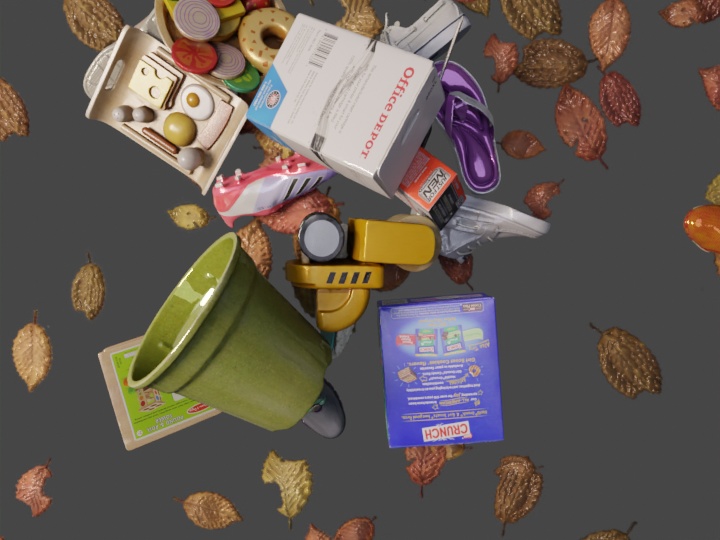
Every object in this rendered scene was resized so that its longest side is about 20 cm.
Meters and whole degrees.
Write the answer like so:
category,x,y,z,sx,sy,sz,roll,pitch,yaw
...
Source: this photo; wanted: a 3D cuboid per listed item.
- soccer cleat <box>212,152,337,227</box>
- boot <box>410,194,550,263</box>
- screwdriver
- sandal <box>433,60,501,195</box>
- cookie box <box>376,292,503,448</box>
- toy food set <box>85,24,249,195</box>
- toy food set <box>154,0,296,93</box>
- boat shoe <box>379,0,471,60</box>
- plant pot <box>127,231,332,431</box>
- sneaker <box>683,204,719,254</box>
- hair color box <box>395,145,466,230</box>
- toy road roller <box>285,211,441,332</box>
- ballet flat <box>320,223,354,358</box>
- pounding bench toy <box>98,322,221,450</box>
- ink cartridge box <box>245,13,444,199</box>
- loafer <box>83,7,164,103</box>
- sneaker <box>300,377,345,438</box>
category,x,y,z,sx,sy,sz,roll,pitch,yaw
soccer cleat,-0.119,-0.122,0.778,0.196,0.067,0.078,-15,124,-2
boot,0.165,-0.056,0.765,0.196,0.074,0.098,18,100,10
screwdriver,0.102,-0.252,0.743,0.029,0.028,0.204,-1,119,-34
sandal,0.156,-0.210,0.759,0.081,0.050,0.206,-24,92,4
cookie box,0.112,0.143,0.771,0.167,0.075,0.205,-4,93,2
toy food set,-0.271,-0.222,0.746,0.198,0.061,0.145,33,108,-9
toy food set,-0.183,-0.341,0.727,0.196,0.048,0.203,-32,94,-26
boat shoe,0.055,-0.318,0.745,0.201,0.075,0.087,-38,92,2
plant pot,-0.139,0.092,0.634,0.183,0.201,0.201,39,95,-24
sneaker,0.556,-0.041,0.741,0.196,0.077,0.074,22,96,2
hair color box,0.045,-0.146,0.712,0.200,0.101,0.062,42,95,20
toy road roller,0.000,0.000,0.692,0.195,0.123,0.150,0,97,-7
ballet flat,-0.025,0.029,0.777,0.070,0.072,0.205,-1,94,2
pounding bench toy,-0.251,0.141,0.757,0.197,0.155,0.127,-18,92,-24
ink cartridge box,-0.018,-0.199,0.643,0.198,0.084,0.147,29,90,23
loafer,-0.319,-0.322,0.775,0.199,0.063,0.072,-39,124,7
sneaker,-0.093,0.171,0.775,0.074,0.088,0.202,-35,91,4
